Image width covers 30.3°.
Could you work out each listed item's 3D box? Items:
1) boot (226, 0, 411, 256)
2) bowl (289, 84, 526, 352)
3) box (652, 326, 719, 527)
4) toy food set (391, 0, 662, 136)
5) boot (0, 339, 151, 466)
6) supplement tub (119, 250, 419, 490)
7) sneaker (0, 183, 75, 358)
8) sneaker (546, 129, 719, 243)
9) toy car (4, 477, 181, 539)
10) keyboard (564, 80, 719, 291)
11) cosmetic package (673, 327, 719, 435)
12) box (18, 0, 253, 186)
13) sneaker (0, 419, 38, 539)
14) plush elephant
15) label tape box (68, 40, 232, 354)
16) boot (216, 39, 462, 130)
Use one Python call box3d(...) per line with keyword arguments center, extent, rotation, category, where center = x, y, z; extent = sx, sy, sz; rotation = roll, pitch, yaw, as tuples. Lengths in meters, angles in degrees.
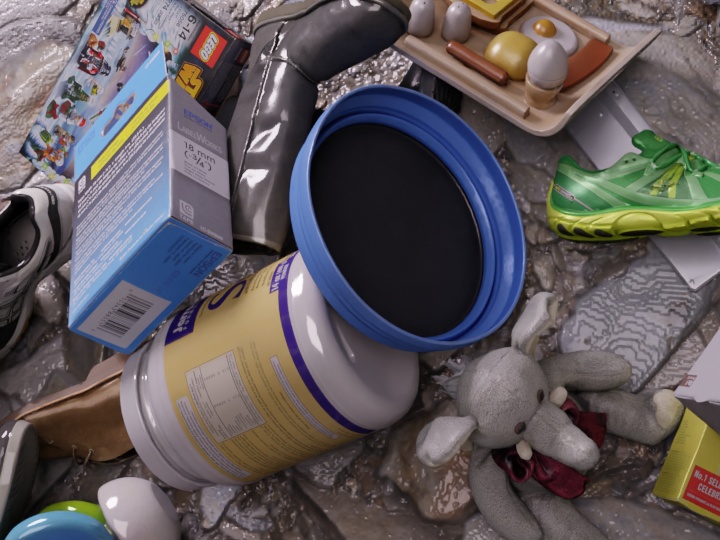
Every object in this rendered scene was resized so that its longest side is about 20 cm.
box3d(center=(-0.050, -0.113, 1.032), extent=(0.181, 0.072, 0.202), rotation=(-8, 57, 51), category="boot")
box3d(center=(0.034, -0.036, 0.970), extent=(0.039, 0.198, 0.204), rotation=(-31, 65, 48), category="bowl")
box3d(center=(0.290, 0.089, 0.979), extent=(0.074, 0.050, 0.202), rotation=(26, 83, -7), category="box")
box3d(center=(0.122, -0.201, 1.062), extent=(0.199, 0.061, 0.143), rotation=(35, 53, 19), category="toy food set")
box3d(center=(-0.239, 0.137, 1.104), extent=(0.198, 0.074, 0.076), rotation=(-29, 81, 3), category="boot")
box3d(center=(-0.071, 0.078, 1.013), extent=(0.198, 0.145, 0.147), rotation=(-25, 71, 27), category="supplement tub")
box3d(center=(-0.313, 0.004, 1.128), extent=(0.075, 0.087, 0.201), rotation=(40, 104, 17), category="sneaker")
box3d(center=(0.239, -0.069, 1.019), extent=(0.197, 0.074, 0.085), rotation=(-3, 82, 18), category="sneaker")
box3d(center=(-0.206, 0.264, 1.017), extent=(0.174, 0.150, 0.201), rotation=(-38, 71, 3), category="toy car")
box3d(center=(0.228, -0.078, 1.069), extent=(0.056, 0.011, 0.201), rotation=(-37, 70, 8), category="keyboard")
box3d(center=(0.324, 0.116, 0.905), extent=(0.200, 0.107, 0.090), rotation=(42, 83, -8), category="cosmetic package")
box3d(center=(-0.195, -0.147, 1.147), extent=(0.136, 0.040, 0.201), rotation=(37, 104, 19), category="box")
box3d(center=(-0.332, 0.198, 1.065), extent=(0.105, 0.075, 0.202), rotation=(22, 106, 1), category="sneaker")
box3d(center=(0.127, 0.112, 0.968), extent=(0.199, 0.155, 0.166), rotation=(33, 86, 18), category="plush elephant")
box3d(center=(-0.168, -0.059, 1.053), extent=(0.144, 0.063, 0.202), rotation=(-41, 39, 32), category="label tape box")
box3d(center=(-0.022, -0.127, 1.120), extent=(0.197, 0.066, 0.167), rotation=(4, 64, 25), category="boot")
